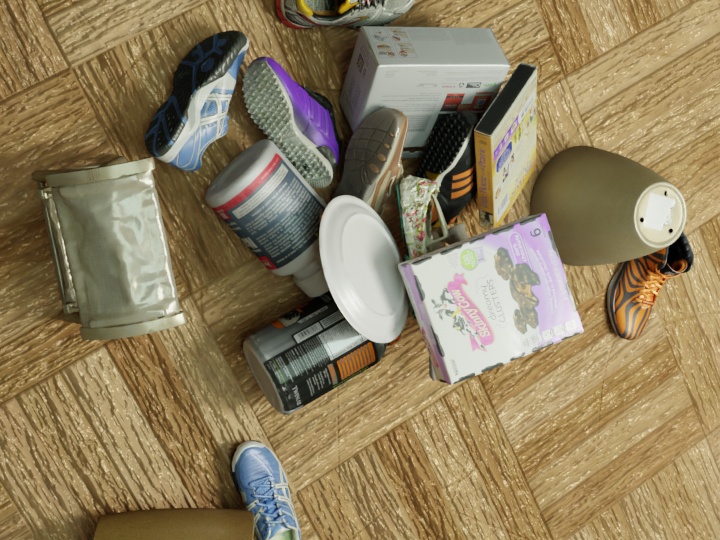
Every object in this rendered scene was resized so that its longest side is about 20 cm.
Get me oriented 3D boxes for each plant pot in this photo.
[{"bbox_3d":[-0.258,0.392,1.406,0.198,0.186,0.188,14,91,-10],"label":"plant pot"},{"bbox_3d":[0.382,-0.089,1.585,0.186,0.200,0.189,-3,97,-21],"label":"plant pot"}]

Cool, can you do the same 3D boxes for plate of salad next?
[{"bbox_3d":[0.000,0.000,1.402,0.200,0.048,0.202,35,45,-45],"label":"plate of salad"}]

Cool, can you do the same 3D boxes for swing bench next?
[{"bbox_3d":[-0.311,-0.031,1.305,0.129,0.200,0.201,-13,101,-20],"label":"swing bench"}]

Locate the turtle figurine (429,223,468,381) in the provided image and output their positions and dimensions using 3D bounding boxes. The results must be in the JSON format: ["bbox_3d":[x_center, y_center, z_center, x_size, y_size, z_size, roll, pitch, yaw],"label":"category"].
[{"bbox_3d":[0.136,0.045,1.552,0.143,0.200,0.195,-24,81,-12],"label":"turtle figurine"}]

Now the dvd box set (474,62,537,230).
[{"bbox_3d":[0.208,-0.172,1.510,0.147,0.029,0.201,-55,153,-28],"label":"dvd box set"}]

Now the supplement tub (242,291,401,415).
[{"bbox_3d":[-0.051,0.101,1.472,0.199,0.122,0.123,-28,106,-17],"label":"supplement tub"}]

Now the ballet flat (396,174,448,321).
[{"bbox_3d":[0.090,-0.032,1.460,0.063,0.076,0.202,-6,94,12],"label":"ballet flat"}]

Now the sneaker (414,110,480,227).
[{"bbox_3d":[0.136,-0.143,1.512,0.089,0.070,0.201,0,135,-29],"label":"sneaker"}]

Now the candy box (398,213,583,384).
[{"bbox_3d":[0.172,0.037,1.414,0.199,0.072,0.169,-20,94,-12],"label":"candy box"}]

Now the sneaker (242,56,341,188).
[{"bbox_3d":[-0.085,-0.216,1.439,0.201,0.069,0.100,59,43,-34],"label":"sneaker"}]

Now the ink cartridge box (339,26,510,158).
[{"bbox_3d":[0.080,-0.245,1.486,0.198,0.084,0.176,-4,142,-22],"label":"ink cartridge box"}]

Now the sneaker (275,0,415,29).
[{"bbox_3d":[-0.011,-0.364,1.451,0.198,0.082,0.079,-14,102,-21],"label":"sneaker"}]

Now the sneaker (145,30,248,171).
[{"bbox_3d":[-0.204,-0.223,1.397,0.077,0.075,0.201,40,78,-48],"label":"sneaker"}]

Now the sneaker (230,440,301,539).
[{"bbox_3d":[-0.122,0.330,1.495,0.075,0.077,0.201,-25,104,-16],"label":"sneaker"}]

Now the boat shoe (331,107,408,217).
[{"bbox_3d":[0.021,-0.140,1.470,0.071,0.076,0.201,-15,144,-41],"label":"boat shoe"}]

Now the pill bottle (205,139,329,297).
[{"bbox_3d":[-0.101,-0.064,1.431,0.120,0.119,0.200,-46,110,-11],"label":"pill bottle"}]

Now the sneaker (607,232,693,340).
[{"bbox_3d":[0.455,0.015,1.675,0.077,0.112,0.202,8,94,-23],"label":"sneaker"}]
